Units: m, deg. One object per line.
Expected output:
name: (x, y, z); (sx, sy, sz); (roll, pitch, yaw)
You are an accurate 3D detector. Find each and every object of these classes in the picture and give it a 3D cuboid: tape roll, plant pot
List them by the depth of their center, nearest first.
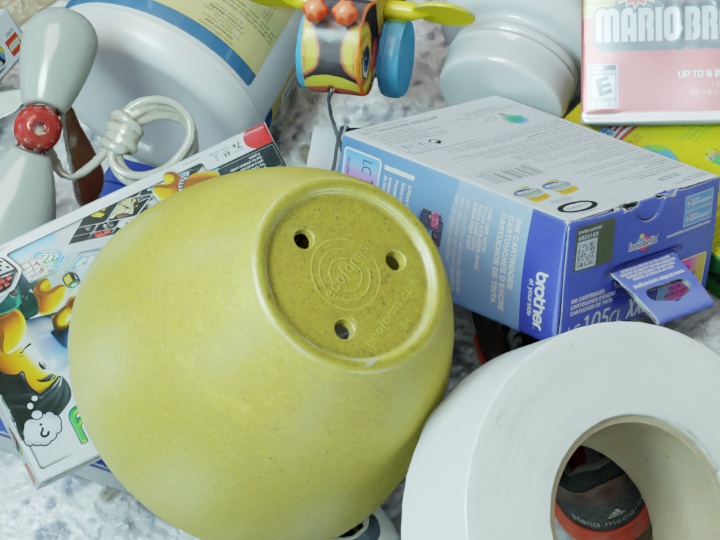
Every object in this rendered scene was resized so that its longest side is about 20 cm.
tape roll: (0.123, 0.129, 1.259); (0.202, 0.071, 0.203); (7, 75, -25)
plant pot: (-0.031, 0.026, 1.276); (0.200, 0.142, 0.200); (10, 65, -21)

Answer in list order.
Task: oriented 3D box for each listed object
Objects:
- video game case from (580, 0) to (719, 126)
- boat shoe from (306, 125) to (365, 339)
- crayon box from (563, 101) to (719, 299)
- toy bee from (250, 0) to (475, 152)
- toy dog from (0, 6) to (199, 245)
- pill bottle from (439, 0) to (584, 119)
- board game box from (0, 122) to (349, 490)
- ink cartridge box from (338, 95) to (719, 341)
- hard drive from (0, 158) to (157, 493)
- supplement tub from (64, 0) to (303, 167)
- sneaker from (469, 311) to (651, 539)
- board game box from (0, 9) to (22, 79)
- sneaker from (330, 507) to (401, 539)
video game case: (0.196, -0.183, 1.441); (0.143, 0.017, 0.200); (0, 88, 15)
boat shoe: (0.000, 0.000, 1.466); (0.068, 0.072, 0.200); (-1, 52, 9)
crayon box: (0.217, -0.055, 1.450); (0.127, 0.051, 0.200); (-43, 56, -16)
toy bee: (0.001, -0.137, 1.449); (0.131, 0.109, 0.200); (-10, 56, -1)
toy dog: (-0.193, -0.040, 1.439); (0.132, 0.096, 0.200); (38, 78, -6)
pill bottle: (0.116, -0.180, 1.532); (0.109, 0.109, 0.200); (10, 58, 22)
board game box: (-0.113, 0.018, 1.377); (0.200, 0.035, 0.126); (-26, 84, -14)
ink cartridge box: (0.101, -0.026, 1.383); (0.200, 0.076, 0.136); (22, 27, 40)
hard drive: (-0.138, 0.029, 1.507); (0.132, 0.025, 0.200); (16, 61, 25)
supplement tub: (-0.090, -0.174, 1.565); (0.144, 0.145, 0.200); (15, 60, 25)
sneaker: (0.110, 0.053, 1.384); (0.077, 0.082, 0.200); (-24, 52, -2)
board game box: (-0.312, -0.089, 1.589); (0.126, 0.035, 0.200); (2, 44, 40)
sneaker: (-0.052, 0.098, 1.393); (0.200, 0.071, 0.073); (36, 65, 26)
